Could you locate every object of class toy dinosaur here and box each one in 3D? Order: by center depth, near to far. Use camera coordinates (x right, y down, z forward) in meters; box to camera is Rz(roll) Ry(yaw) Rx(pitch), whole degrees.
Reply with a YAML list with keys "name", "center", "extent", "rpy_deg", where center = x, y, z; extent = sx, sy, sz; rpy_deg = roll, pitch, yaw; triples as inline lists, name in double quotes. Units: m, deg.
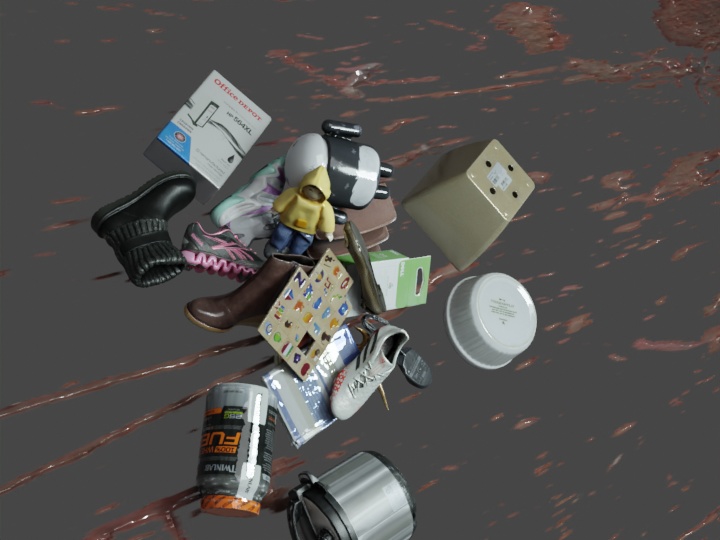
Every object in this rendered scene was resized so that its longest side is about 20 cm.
- name: "toy dinosaur"
  center: [-0.010, 0.165, 1.724]
  extent: [0.199, 0.060, 0.107]
  rpy_deg: [31, 84, -15]

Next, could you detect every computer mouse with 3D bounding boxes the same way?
- name: "computer mouse"
  center: [0.067, 0.157, 1.766]
  extent: [0.200, 0.034, 0.059]
  rpy_deg: [48, 52, -17]

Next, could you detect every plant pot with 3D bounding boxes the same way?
- name: "plant pot"
  center: [0.245, -0.156, 1.923]
  extent: [0.200, 0.177, 0.200]
  rpy_deg: [48, 54, -8]

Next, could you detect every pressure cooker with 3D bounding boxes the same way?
- name: "pressure cooker"
  center: [-0.026, 0.414, 1.526]
  extent: [0.199, 0.180, 0.175]
  rpy_deg: [-25, 44, -33]

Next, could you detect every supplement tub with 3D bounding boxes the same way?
- name: "supplement tub"
  center: [-0.204, 0.296, 1.499]
  extent: [0.121, 0.122, 0.202]
  rpy_deg: [16, 63, -26]

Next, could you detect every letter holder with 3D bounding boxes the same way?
- name: "letter holder"
  center: [-0.029, -0.071, 1.766]
  extent: [0.199, 0.100, 0.144]
  rpy_deg: [-16, 82, -35]

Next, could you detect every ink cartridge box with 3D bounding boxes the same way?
- name: "ink cartridge box"
  center: [-0.279, -0.248, 1.686]
  extent: [0.146, 0.084, 0.201]
  rpy_deg: [39, 57, -13]
- name: "ink cartridge box"
  center: [0.037, 0.021, 1.768]
  extent: [0.198, 0.059, 0.105]
  rpy_deg: [-8, 111, -33]

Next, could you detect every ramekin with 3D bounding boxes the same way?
- name: "ramekin"
  center: [0.276, 0.098, 1.895]
  extent: [0.200, 0.094, 0.205]
  rpy_deg: [12, 66, -28]

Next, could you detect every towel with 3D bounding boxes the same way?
- name: "towel"
  center: [-0.074, 0.206, 1.645]
  extent: [0.199, 0.024, 0.148]
  rpy_deg: [-32, 102, -28]

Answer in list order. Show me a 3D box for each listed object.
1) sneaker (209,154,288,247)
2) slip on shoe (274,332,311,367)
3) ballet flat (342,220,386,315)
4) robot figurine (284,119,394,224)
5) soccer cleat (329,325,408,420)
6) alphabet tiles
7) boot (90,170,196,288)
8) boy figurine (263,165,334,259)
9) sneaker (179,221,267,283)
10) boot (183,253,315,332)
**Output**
- name: "sneaker"
  center: [-0.168, -0.112, 1.699]
  extent: [0.200, 0.078, 0.140]
  rpy_deg: [-40, 101, -11]
- name: "slip on shoe"
  center: [-0.094, 0.095, 1.657]
  extent: [0.061, 0.074, 0.201]
  rpy_deg: [27, 67, 18]
- name: "ballet flat"
  center: [0.000, 0.000, 1.665]
  extent: [0.068, 0.046, 0.201]
  rpy_deg: [-91, 164, -56]
- name: "robot figurine"
  center: [-0.041, -0.179, 1.665]
  extent: [0.198, 0.125, 0.152]
  rpy_deg: [9, 54, -24]
- name: "soccer cleat"
  center: [0.016, 0.180, 1.635]
  extent: [0.069, 0.085, 0.201]
  rpy_deg: [45, 66, -18]
- name: "alphabet tiles"
  center: [-0.085, 0.069, 1.593]
  extent: [0.201, 0.007, 0.168]
  rpy_deg: [-58, 137, -21]
- name: "boot"
  center: [-0.334, -0.069, 1.553]
  extent: [0.210, 0.080, 0.158]
  rpy_deg: [-34, 62, -27]
- name: "boy figurine"
  center: [-0.097, -0.094, 1.599]
  extent: [0.123, 0.201, 0.065]
  rpy_deg: [29, 37, -6]
- name: "sneaker"
  center: [-0.229, -0.034, 1.630]
  extent: [0.198, 0.079, 0.097]
  rpy_deg: [15, 70, -25]
- name: "boot"
  center: [-0.192, 0.029, 1.578]
  extent: [0.198, 0.167, 0.073]
  rpy_deg: [6, 40, -39]
